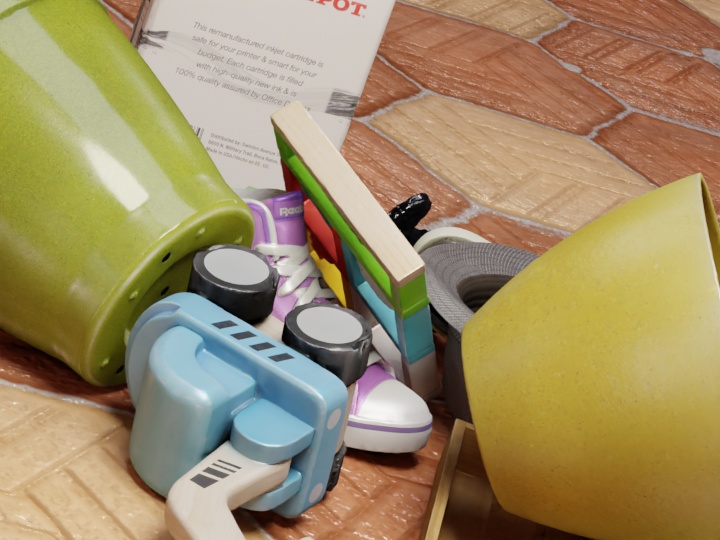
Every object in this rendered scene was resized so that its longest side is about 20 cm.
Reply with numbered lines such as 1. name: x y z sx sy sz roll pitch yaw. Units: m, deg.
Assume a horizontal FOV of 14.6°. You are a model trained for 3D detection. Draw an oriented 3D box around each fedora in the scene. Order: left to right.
1. fedora: 0.113 0.068 1.647 0.200 0.091 0.177 30 21 27

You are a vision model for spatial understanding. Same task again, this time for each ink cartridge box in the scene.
1. ink cartridge box: -0.078 -0.124 1.795 0.145 0.201 0.084 17 20 -12

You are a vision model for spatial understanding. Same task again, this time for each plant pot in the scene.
1. plant pot: -0.167 -0.043 1.547 0.193 0.201 0.200 42 26 19
2. plant pot: 0.133 0.063 1.469 0.141 0.201 0.200 -14 17 10

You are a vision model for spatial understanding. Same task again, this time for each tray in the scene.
1. tray: 0.081 0.147 1.491 0.098 0.037 0.200 21 20 0

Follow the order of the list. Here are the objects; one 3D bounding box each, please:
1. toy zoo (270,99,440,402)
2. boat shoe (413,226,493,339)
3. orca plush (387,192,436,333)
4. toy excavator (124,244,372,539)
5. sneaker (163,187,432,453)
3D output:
1. toy zoo: 0.000 0.000 1.632 0.131 0.020 0.200 53 -12 24
2. boat shoe: 0.120 0.041 1.752 0.201 0.072 0.061 24 24 -6
3. orca plush: 0.042 -0.011 1.813 0.199 0.071 0.105 10 22 -29
4. toy excavator: -0.067 0.095 1.423 0.194 0.100 0.200 30 35 24
5. sneaker: -0.035 0.020 1.592 0.200 0.115 0.073 28 19 17
